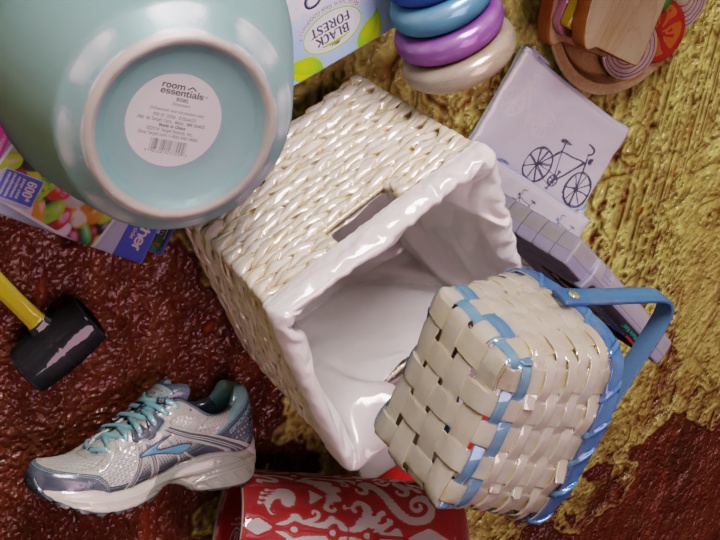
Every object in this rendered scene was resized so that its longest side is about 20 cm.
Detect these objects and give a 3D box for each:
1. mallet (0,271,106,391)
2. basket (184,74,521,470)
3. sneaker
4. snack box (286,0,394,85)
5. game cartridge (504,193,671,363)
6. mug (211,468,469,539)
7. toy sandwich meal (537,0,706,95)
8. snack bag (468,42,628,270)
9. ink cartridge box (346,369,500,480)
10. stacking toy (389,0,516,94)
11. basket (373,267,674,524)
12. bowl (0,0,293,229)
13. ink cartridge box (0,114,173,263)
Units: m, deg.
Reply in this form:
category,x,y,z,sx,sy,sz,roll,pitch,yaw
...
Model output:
category,x,y,z,sx,sy,sz,roll,pitch,yaw
mallet,-0.260,0.009,0.786,0.066,0.041,0.200,-46,128,-3
basket,0.000,0.000,0.874,0.197,0.161,0.202,-37,138,-14
sneaker,-0.169,0.128,0.904,0.198,0.077,0.088,-6,107,-42
snack box,-0.048,-0.224,0.787,0.198,0.068,0.171,-31,130,-18
game cartridge,0.189,0.007,1.026,0.039,0.130,0.200,-48,134,2
mug,-0.029,0.253,1.010,0.197,0.135,0.179,11,131,-19
toy sandwich meal,0.238,-0.238,0.993,0.202,0.070,0.208,-18,124,-28
snack bag,0.154,-0.078,1.054,0.187,0.021,0.202,26,97,-42
ink cartridge box,0.070,0.138,1.097,0.198,0.045,0.178,-30,128,-20
stacking toy,0.037,-0.220,0.763,0.085,0.085,0.202,-36,126,-14
basket,0.122,0.084,0.818,0.197,0.139,0.178,9,116,-37
bowl,-0.119,-0.106,0.700,0.197,0.105,0.204,-13,126,-18
ink cartridge box,-0.183,-0.081,0.787,0.198,0.042,0.121,22,101,-44
